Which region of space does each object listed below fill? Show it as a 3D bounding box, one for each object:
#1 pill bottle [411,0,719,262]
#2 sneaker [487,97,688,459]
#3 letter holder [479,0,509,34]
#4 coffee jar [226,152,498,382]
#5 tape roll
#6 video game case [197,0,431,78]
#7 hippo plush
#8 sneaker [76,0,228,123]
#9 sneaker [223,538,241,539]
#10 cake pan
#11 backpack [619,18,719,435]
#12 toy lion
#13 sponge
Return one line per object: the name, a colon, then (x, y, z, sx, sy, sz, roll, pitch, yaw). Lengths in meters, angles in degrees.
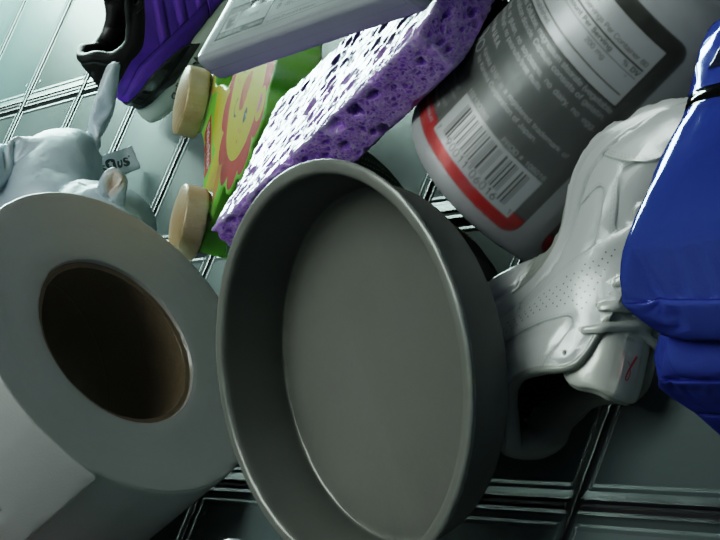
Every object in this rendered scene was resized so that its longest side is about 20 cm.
pill bottle: (0.126, -0.105, 1.130, 0.200, 0.114, 0.114, -46, 29, 26)
sneaker: (0.120, 0.012, 1.083, 0.200, 0.078, 0.100, -55, 31, 30)
letter holder: (0.078, -0.191, 1.342, 0.200, 0.141, 0.101, -147, 55, -65)
coffee jar: (0.000, 0.000, 1.280, 0.105, 0.085, 0.200, -58, 26, 5)
tape roll: (-0.180, 0.075, 1.395, 0.139, 0.202, 0.204, -39, 33, 35)
video game case: (0.009, -0.192, 1.234, 0.200, 0.022, 0.183, -11, 48, 57)
hippo plush: (-0.203, -0.015, 1.645, 0.199, 0.160, 0.161, -25, 37, -25)
sneaker: (-0.137, -0.213, 1.723, 0.201, 0.099, 0.070, -59, 28, 3)
sneaker: (-0.065, 0.187, 1.017, 0.147, 0.080, 0.200, -62, 17, 6)
cake pan: (0.001, 0.046, 1.138, 0.200, 0.037, 0.202, 11, 104, 51)
backpack: (0.202, -0.036, 0.870, 0.162, 0.168, 0.201, 2, 61, 54)
toy lion: (-0.063, -0.110, 1.459, 0.201, 0.068, 0.192, -95, 22, -50)
sponge: (0.000, -0.093, 1.219, 0.200, 0.030, 0.112, -39, 18, 45)
